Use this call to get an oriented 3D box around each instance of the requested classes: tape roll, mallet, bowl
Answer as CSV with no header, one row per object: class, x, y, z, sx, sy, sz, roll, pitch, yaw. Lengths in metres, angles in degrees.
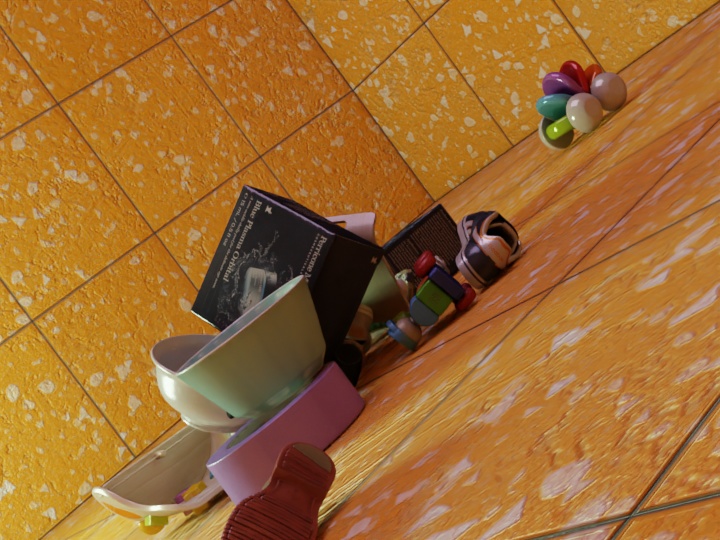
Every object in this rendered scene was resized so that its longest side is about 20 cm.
tape roll,-0.090,0.197,1.496,0.199,0.066,0.200,-39,2,2
mallet,-0.086,0.160,1.632,0.198,0.041,0.066,-23,-36,-20
bowl,-0.120,0.107,1.526,0.200,0.106,0.201,-37,4,3
bowl,-0.193,0.162,1.691,0.201,0.198,0.092,-48,-32,-74

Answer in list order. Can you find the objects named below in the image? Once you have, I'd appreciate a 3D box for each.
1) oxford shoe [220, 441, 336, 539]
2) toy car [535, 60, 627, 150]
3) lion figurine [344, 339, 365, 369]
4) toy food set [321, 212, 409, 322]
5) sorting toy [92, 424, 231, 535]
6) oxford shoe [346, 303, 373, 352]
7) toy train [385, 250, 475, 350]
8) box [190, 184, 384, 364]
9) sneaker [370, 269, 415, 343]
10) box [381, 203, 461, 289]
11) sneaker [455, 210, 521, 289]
oxford shoe,-0.074,0.225,1.047,0.075,0.070,0.200,-64,-9,26
toy car,0.450,-0.363,2.611,0.199,0.151,0.175,-39,4,-25
lion figurine,-0.078,0.175,1.745,0.122,0.073,0.201,13,62,54
toy food set,0.000,0.000,1.814,0.142,0.201,0.061,-4,42,32
sorting toy,-0.230,0.284,1.659,0.199,0.108,0.179,-34,11,-29
oxford shoe,-0.018,0.104,1.847,0.200,0.074,0.059,105,177,-69
toy train,0.086,0.042,1.670,0.116,0.084,0.200,-51,2,4
box,-0.102,0.015,1.701,0.117,0.199,0.199,17,-81,-52
sneaker,0.015,0.058,1.921,0.087,0.078,0.200,11,-35,-29
box,0.072,0.002,2.077,0.199,0.108,0.148,-39,3,-35
sneaker,0.182,-0.042,1.712,0.079,0.078,0.200,-41,13,19
